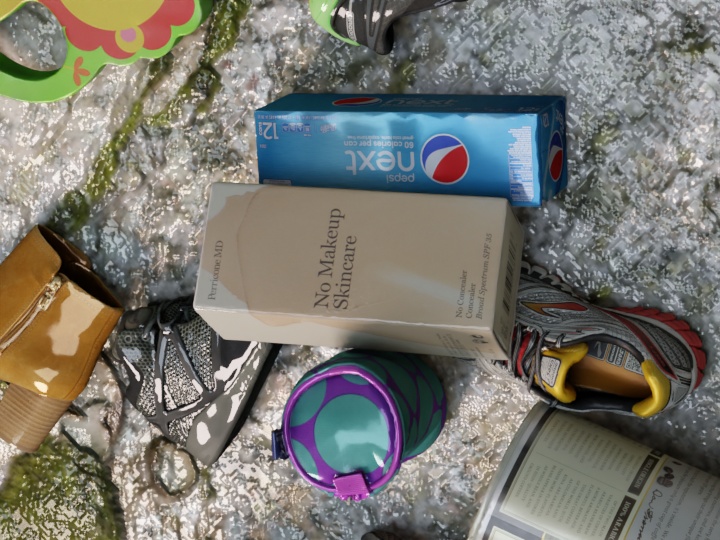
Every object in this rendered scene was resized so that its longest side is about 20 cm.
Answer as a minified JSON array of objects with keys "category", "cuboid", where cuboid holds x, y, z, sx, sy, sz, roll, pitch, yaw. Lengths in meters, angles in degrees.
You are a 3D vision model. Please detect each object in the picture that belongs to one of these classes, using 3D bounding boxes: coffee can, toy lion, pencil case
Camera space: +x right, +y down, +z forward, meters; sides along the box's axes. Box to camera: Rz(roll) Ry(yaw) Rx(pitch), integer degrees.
[{"category":"coffee can","cuboid":[0.182,0.190,1.551,0.200,0.146,0.147,24,114,13]},{"category":"toy lion","cuboid":[-0.198,-0.202,1.626,0.191,0.069,0.200,27,115,3]},{"category":"pencil case","cuboid":[0.004,0.099,1.560,0.085,0.200,0.093,3,93,11]}]

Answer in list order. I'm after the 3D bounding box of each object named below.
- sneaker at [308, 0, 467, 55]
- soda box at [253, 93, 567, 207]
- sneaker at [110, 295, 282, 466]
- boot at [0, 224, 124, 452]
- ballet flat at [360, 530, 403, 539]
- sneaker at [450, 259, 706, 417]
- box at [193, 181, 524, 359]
[{"category":"sneaker","cuboid":[0.053,-0.218,1.521,0.084,0.077,0.200,39,121,-14]},{"category":"soda box","cuboid":[0.034,-0.081,1.564,0.200,0.068,0.064,3,105,20]},{"category":"sneaker","cuboid":[-0.108,0.034,1.652,0.114,0.076,0.200,31,121,3]},{"category":"boot","cuboid":[-0.273,0.024,1.728,0.201,0.071,0.144,34,103,18]},{"category":"ballet flat","cuboid":[0.054,0.234,1.623,0.200,0.046,0.067,32,125,58]},{"category":"sneaker","cuboid":[0.126,0.046,1.562,0.200,0.082,0.078,12,112,19]},{"category":"box","cuboid":[0.000,0.000,1.536,0.200,0.078,0.095,3,75,13]}]
